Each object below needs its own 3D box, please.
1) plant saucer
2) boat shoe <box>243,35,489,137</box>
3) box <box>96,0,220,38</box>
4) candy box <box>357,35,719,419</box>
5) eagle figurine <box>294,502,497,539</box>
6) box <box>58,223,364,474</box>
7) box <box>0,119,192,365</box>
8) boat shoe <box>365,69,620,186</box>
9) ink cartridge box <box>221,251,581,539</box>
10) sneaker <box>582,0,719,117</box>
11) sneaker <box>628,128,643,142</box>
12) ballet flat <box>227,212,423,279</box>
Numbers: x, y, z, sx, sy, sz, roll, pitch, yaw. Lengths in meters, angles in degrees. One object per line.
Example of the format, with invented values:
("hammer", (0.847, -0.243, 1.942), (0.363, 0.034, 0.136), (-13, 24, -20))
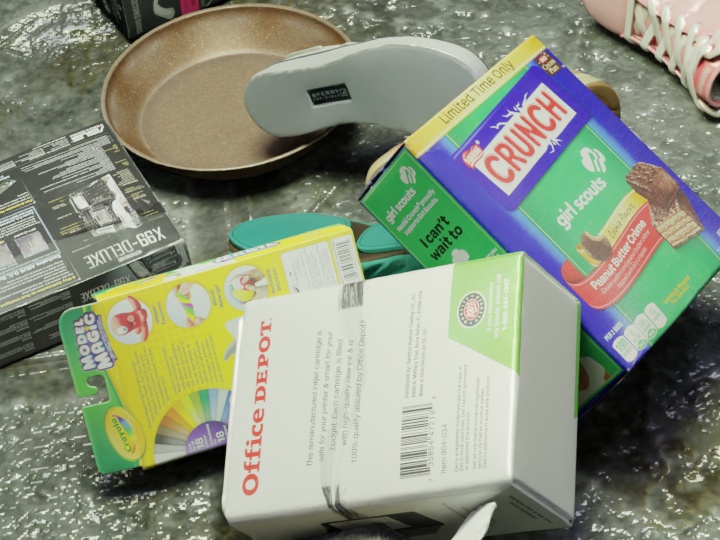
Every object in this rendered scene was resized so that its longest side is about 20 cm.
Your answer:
("plant saucer", (-0.096, -0.129, 1.762), (0.199, 0.037, 0.201), (-5, 43, 4))
("boat shoe", (0.013, -0.138, 1.662), (0.199, 0.071, 0.070), (-6, 27, 36))
("box", (-0.132, -0.293, 1.880), (0.199, 0.123, 0.106), (-26, 45, -19))
("candy box", (0.124, -0.032, 1.493), (0.200, 0.077, 0.169), (44, 46, 4))
("eagle figurine", (-0.003, 0.213, 1.319), (0.198, 0.152, 0.152), (3, 64, 5))
("box", (-0.089, 0.052, 1.509), (0.199, 0.118, 0.048), (-16, 8, -11))
("box", (-0.238, -0.015, 1.650), (0.199, 0.050, 0.158), (-23, 45, -16))
("boat shoe", (0.089, -0.091, 1.676), (0.199, 0.072, 0.065), (-20, 32, -16))
("ink cartridge box", (0.025, 0.084, 1.392), (0.199, 0.084, 0.147), (-10, 62, 30))
("sneaker", (0.244, -0.176, 1.732), (0.199, 0.076, 0.105), (18, 43, 20))
("sneaker", (0.107, -0.043, 1.627), (0.199, 0.076, 0.089), (-22, 9, 4))
("ballet flat", (0.000, 0.000, 1.579), (0.199, 0.071, 0.067), (-2, 32, 29))
